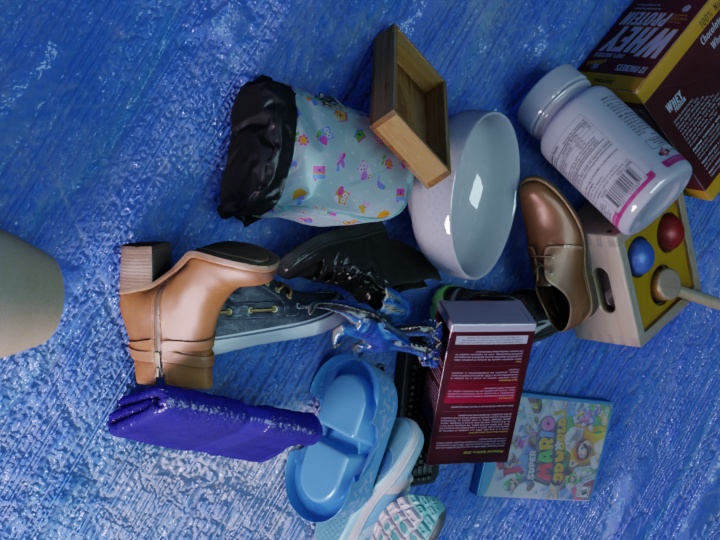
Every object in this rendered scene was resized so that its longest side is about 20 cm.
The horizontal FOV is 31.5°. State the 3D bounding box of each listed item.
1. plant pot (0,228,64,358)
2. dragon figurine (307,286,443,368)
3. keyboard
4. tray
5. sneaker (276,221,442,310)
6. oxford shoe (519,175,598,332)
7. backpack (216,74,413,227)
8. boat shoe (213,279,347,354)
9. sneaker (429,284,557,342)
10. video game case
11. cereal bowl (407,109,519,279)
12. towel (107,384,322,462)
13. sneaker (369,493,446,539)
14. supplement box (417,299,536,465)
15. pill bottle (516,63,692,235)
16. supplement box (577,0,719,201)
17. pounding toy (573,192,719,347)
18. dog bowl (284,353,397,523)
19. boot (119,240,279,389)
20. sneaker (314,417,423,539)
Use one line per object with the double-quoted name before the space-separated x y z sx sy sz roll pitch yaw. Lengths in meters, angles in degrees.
"plant pot" -0.390 0.021 1.208 0.200 0.187 0.188 8 97 -45
"dragon figurine" 0.023 0.057 1.410 0.200 0.099 0.059 43 42 -52
"keyboard" 0.055 0.173 1.578 0.127 0.021 0.201 -1 101 -30
"tray" 0.054 -0.183 1.402 0.037 0.200 0.099 -33 119 23
"sneaker" -0.002 0.001 1.449 0.200 0.060 0.104 -24 83 -44
"oxford shoe" 0.234 -0.018 1.555 0.071 0.071 0.201 -35 109 -43
"backpack" -0.043 -0.114 1.394 0.200 0.126 0.167 11 92 -35
"boat shoe" -0.103 0.030 1.423 0.200 0.071 0.091 -13 107 -27
"sneaker" 0.182 0.061 1.588 0.199 0.084 0.077 2 101 -30
"video game case" 0.245 0.235 1.702 0.199 0.018 0.144 9 97 -31
"cereal bowl" 0.112 -0.093 1.493 0.200 0.083 0.201 -33 129 -54
"towel" -0.158 0.162 1.389 0.200 0.148 0.050 16 63 -32
"sneaker" 0.056 0.337 1.510 0.091 0.078 0.200 7 129 -35
"supplement box" 0.136 0.136 1.529 0.108 0.061 0.201 1 117 -16
"pill bottle" 0.289 -0.148 1.529 0.113 0.200 0.113 -36 159 -16
"supplement box" 0.411 -0.235 1.625 0.197 0.133 0.200 -50 120 -11
"pounding toy" 0.372 0.003 1.634 0.184 0.142 0.201 -34 117 -37
"dog bowl" -0.019 0.198 1.492 0.050 0.111 0.201 17 92 -46
"boot" -0.168 0.050 1.326 0.077 0.199 0.156 -22 110 -65
"sneaker" 0.044 0.270 1.547 0.130 0.080 0.200 21 112 -34
